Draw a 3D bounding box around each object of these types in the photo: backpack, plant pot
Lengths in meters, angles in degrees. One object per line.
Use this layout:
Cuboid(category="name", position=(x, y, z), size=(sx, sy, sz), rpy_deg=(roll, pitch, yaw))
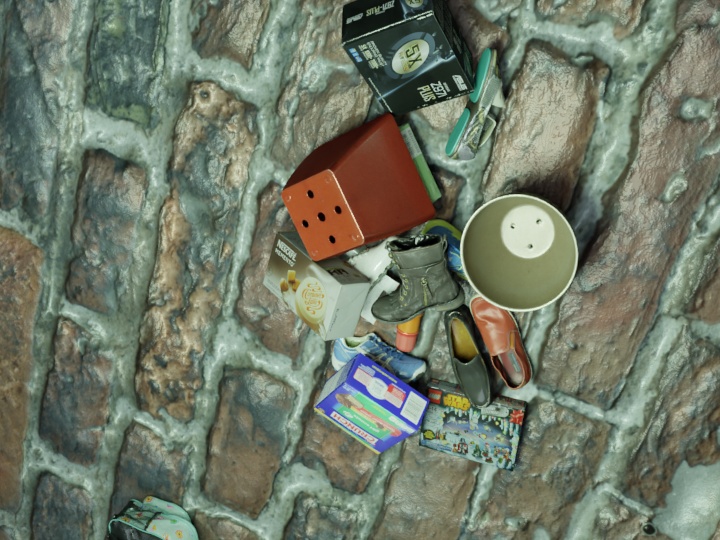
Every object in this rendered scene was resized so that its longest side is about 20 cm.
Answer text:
Cuboid(category="backpack", position=(-0.465, 0.633, 1.973), size=(0.196, 0.153, 0.180), rpy_deg=(16, 116, 23))
Cuboid(category="plant pot", position=(-0.020, -0.126, 1.497), size=(0.198, 0.176, 0.203), rpy_deg=(-18, 103, 41))

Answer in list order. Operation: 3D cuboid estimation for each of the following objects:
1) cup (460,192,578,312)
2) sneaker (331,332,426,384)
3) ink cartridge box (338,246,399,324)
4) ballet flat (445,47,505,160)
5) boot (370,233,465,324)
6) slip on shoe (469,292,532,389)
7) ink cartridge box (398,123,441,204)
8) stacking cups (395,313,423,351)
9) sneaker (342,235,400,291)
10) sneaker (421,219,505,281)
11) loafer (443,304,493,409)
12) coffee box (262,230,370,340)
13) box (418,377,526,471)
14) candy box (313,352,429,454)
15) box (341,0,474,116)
Cuboid(category="cup", position=(0.283, -0.049, 1.482), size=(0.196, 0.143, 0.205), rpy_deg=(6, 110, 17))
Cuboid(category="sneaker", position=(0.034, 0.172, 1.682), size=(0.195, 0.076, 0.079), rpy_deg=(8, 115, 15))
Cuboid(category="ink cartridge box", position=(-0.024, 0.000, 1.659), size=(0.198, 0.050, 0.110), rpy_deg=(35, 115, 4))
Cuboid(category="ballet flat", position=(0.211, -0.282, 1.479), size=(0.071, 0.072, 0.204), rpy_deg=(25, 115, 9))
Cuboid(category="boot", position=(0.082, 0.007, 1.505), size=(0.196, 0.070, 0.175), rpy_deg=(-15, 136, 19))
Cuboid(category="slip on shoe", position=(0.263, 0.132, 1.598), size=(0.073, 0.061, 0.203), rpy_deg=(-22, 99, 26))
Cuboid(category="ink cartridge box", position=(0.037, -0.165, 1.583), size=(0.198, 0.048, 0.148), rpy_deg=(-19, 101, 44))
Cuboid(category="stacking cups", position=(0.095, 0.058, 1.631), size=(0.059, 0.061, 0.204), rpy_deg=(16, 113, 13))
Cuboid(category="sneaker", position=(0.000, 0.000, 1.586), size=(0.081, 0.076, 0.200), rpy_deg=(46, 115, 9))
Cuboid(category="sneaker", position=(0.188, -0.011, 1.549), size=(0.198, 0.105, 0.077), rpy_deg=(33, 116, 6))
Cuboid(category="loafer", position=(0.199, 0.169, 1.609), size=(0.071, 0.072, 0.204), rpy_deg=(-20, 93, 15))
Cuboid(category="coffee box", position=(-0.083, 0.023, 1.568), size=(0.199, 0.079, 0.116), rpy_deg=(39, 120, 37))
Cuboid(category="box", position=(0.219, 0.303, 1.684), size=(0.195, 0.040, 0.140), rpy_deg=(12, 111, 15))
Cuboid(category="candy box", position=(0.017, 0.261, 1.658), size=(0.167, 0.078, 0.200), rpy_deg=(34, 150, -5))
Cuboid(category="box", position=(0.081, -0.365, 1.413), size=(0.160, 0.088, 0.200), rpy_deg=(-12, 147, 22))
